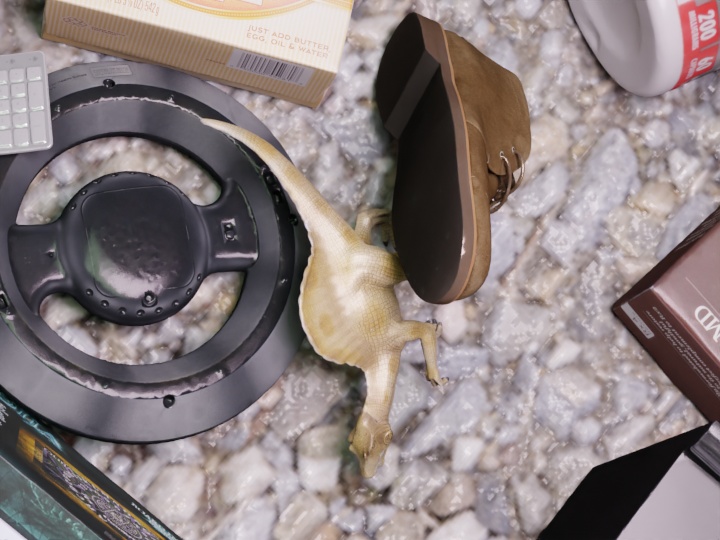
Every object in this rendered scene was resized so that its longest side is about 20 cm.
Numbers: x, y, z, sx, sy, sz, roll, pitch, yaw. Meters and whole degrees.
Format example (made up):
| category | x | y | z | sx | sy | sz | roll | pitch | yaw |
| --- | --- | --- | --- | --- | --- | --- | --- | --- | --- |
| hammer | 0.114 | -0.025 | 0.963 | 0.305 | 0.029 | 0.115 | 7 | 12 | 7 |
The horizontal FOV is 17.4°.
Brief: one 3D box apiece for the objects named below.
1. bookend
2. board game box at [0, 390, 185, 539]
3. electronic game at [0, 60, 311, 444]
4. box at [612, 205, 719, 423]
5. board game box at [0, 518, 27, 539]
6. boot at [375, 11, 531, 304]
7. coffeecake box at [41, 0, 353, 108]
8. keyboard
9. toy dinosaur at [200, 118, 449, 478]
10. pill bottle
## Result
| category | x | y | z | sx | sy | sz | roll | pitch | yaw |
| --- | --- | --- | --- | --- | --- | --- | --- | --- | --- |
| bookend | 0.115 | 0.186 | 1.121 | 0.092 | 0.200 | 0.199 | 40 | 74 | -1 |
| board game box | -0.145 | 0.108 | 1.117 | 0.200 | 0.135 | 0.028 | 40 | 92 | -1 |
| electronic game | -0.116 | -0.011 | 1.193 | 0.199 | 0.042 | 0.202 | 5 | 73 | -17 |
| box | 0.242 | -0.013 | 1.251 | 0.200 | 0.075 | 0.100 | -43 | 90 | -14 |
| board game box | -0.226 | 0.096 | 1.070 | 0.199 | 0.200 | 0.041 | 40 | 76 | -3 |
| boot | 0.057 | -0.054 | 1.184 | 0.075 | 0.074 | 0.201 | 21 | 37 | -20 |
| coffeecake box | -0.069 | -0.205 | 1.224 | 0.152 | 0.073 | 0.201 | 13 | 76 | -8 |
| keyboard | -0.254 | -0.073 | 1.169 | 0.198 | 0.011 | 0.057 | -7 | 59 | -2 |
| toy dinosaur | 0.000 | 0.000 | 1.187 | 0.101 | 0.058 | 0.201 | -26 | 96 | -42 |
| pill bottle | 0.216 | -0.180 | 1.255 | 0.199 | 0.114 | 0.115 | -23 | 85 | -14 |
